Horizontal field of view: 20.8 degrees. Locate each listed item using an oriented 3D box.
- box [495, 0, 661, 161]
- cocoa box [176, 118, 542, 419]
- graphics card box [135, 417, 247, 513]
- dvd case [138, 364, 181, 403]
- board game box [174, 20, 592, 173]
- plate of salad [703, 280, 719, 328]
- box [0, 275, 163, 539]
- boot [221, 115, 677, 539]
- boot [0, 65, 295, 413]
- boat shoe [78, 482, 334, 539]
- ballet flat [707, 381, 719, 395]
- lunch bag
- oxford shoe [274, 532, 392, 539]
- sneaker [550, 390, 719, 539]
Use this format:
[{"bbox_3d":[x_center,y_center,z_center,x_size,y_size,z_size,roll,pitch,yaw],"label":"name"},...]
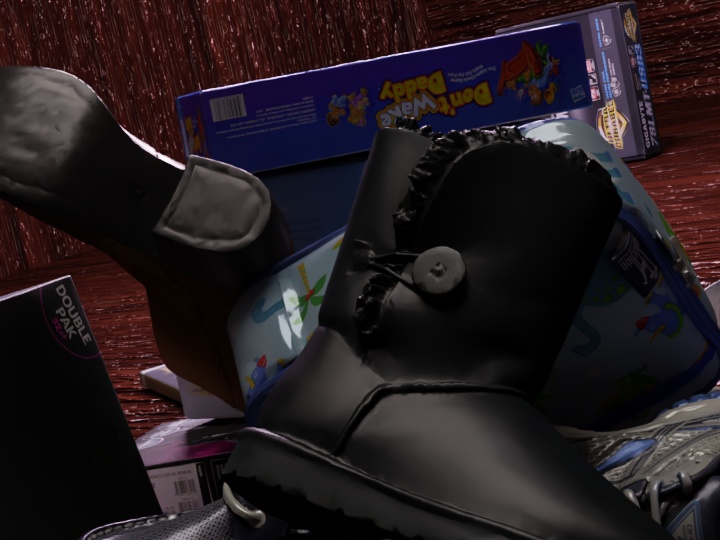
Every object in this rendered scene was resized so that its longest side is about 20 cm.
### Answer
[{"bbox_3d":[0.282,-0.234,2.553,0.197,0.202,0.049,-6,7,40],"label":"box"},{"bbox_3d":[0.000,0.000,1.081,0.199,0.133,0.133,-7,7,42],"label":"cocoa box"},{"bbox_3d":[-0.040,0.105,1.072,0.198,0.051,0.125,-12,7,19],"label":"graphics card box"},{"bbox_3d":[-0.083,0.074,1.550,0.147,0.016,0.200,-16,7,-18],"label":"dvd case"},{"bbox_3d":[0.008,-0.090,1.045,0.198,0.045,0.134,-12,6,-10],"label":"board game box"},{"bbox_3d":[0.262,0.012,0.958,0.198,0.049,0.200,4,-18,1],"label":"plate of salad"},{"bbox_3d":[-0.212,0.106,0.925,0.123,0.150,0.200,-19,2,32],"label":"box"},{"bbox_3d":[0.061,0.034,0.723,0.199,0.169,0.076,17,-18,29],"label":"boot"},{"bbox_3d":[-0.103,-0.008,0.967,0.187,0.069,0.200,17,-24,15],"label":"boot"},{"bbox_3d":[-0.028,0.091,0.806,0.198,0.094,0.075,-4,20,-13],"label":"boat shoe"},{"bbox_3d":[0.135,0.070,0.957,0.198,0.065,0.076,-12,1,15],"label":"ballet flat"},{"bbox_3d":[0.056,0.035,0.878,0.199,0.161,0.083,-29,45,12],"label":"lunch bag"},{"bbox_3d":[0.006,0.133,0.654,0.071,0.073,0.200,-16,7,-22],"label":"oxford shoe"},{"bbox_3d":[0.106,0.096,0.768,0.198,0.078,0.085,-18,15,-21],"label":"sneaker"}]
